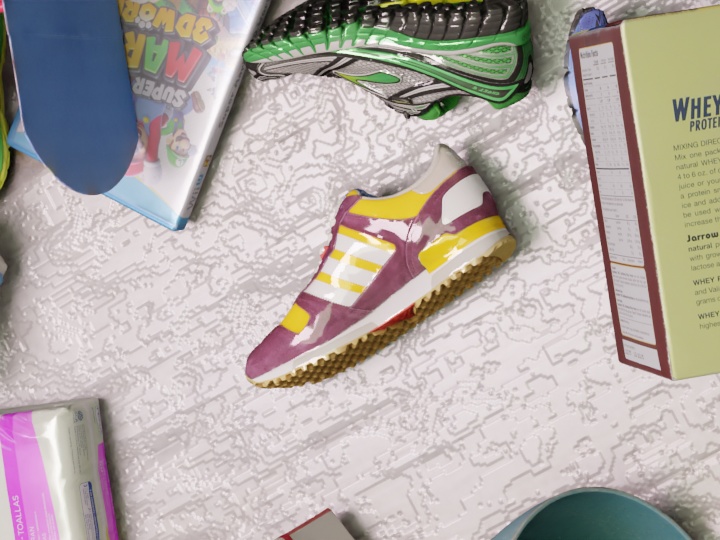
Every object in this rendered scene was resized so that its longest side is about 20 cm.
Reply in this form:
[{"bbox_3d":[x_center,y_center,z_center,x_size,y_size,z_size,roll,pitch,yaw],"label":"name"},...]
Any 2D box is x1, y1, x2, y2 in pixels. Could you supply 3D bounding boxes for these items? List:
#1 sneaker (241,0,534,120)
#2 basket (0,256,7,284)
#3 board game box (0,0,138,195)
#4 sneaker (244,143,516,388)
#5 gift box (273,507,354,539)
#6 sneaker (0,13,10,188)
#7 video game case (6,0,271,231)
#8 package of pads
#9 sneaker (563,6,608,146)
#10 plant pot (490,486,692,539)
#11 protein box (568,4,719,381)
[{"bbox_3d":[0.015,-0.130,1.609,0.199,0.078,0.085,2,118,29],"label":"sneaker"},{"bbox_3d":[-0.339,0.045,1.711,0.176,0.139,0.200,28,79,25],"label":"basket"},{"bbox_3d":[-0.200,-0.144,1.616,0.039,0.158,0.201,-9,91,21],"label":"board game box"},{"bbox_3d":[0.000,0.000,1.638,0.200,0.075,0.090,-32,77,14],"label":"sneaker"},{"bbox_3d":[-0.037,0.280,1.630,0.200,0.184,0.187,48,118,5],"label":"gift box"},{"bbox_3d":[-0.279,-0.139,1.710,0.074,0.084,0.201,-8,93,21],"label":"sneaker"},{"bbox_3d":[-0.142,-0.146,1.688,0.143,0.018,0.200,27,105,20],"label":"video game case"},{"bbox_3d":[-0.264,0.176,1.753,0.199,0.068,0.155,-7,93,21],"label":"package of pads"},{"bbox_3d":[0.186,-0.074,1.564,0.078,0.075,0.200,-27,95,12],"label":"sneaker"},{"bbox_3d":[0.119,0.248,1.574,0.135,0.200,0.201,-29,86,48],"label":"plant pot"},{"bbox_3d":[0.241,-0.056,1.466,0.198,0.135,0.201,-10,94,-7],"label":"protein box"}]
